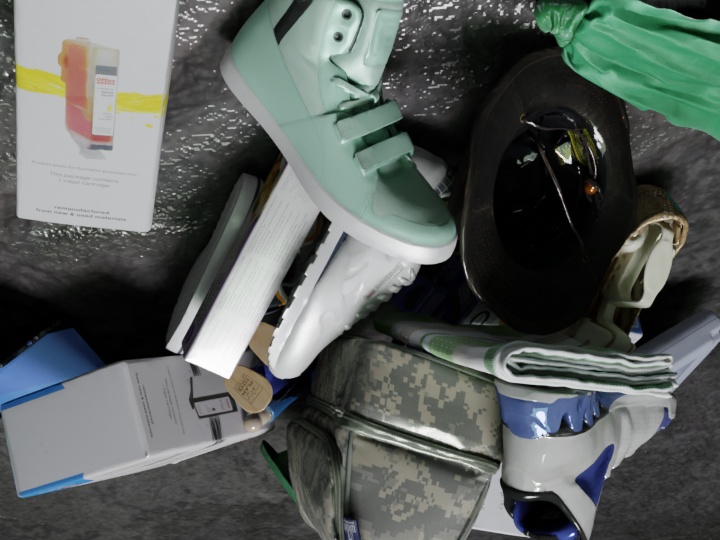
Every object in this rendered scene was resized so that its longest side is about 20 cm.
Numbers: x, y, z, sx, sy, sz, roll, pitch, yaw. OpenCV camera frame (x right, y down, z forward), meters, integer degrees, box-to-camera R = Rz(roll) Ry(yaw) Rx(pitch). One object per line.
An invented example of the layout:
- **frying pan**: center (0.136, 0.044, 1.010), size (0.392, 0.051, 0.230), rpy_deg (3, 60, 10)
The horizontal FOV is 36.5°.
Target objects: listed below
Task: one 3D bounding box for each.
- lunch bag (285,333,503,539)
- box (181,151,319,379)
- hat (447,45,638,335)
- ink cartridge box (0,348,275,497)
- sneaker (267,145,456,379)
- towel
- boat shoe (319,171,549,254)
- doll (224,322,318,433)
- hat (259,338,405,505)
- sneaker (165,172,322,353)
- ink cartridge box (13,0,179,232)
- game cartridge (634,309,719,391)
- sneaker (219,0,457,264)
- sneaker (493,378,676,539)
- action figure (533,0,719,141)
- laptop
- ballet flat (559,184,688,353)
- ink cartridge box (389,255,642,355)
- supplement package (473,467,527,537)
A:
- **lunch bag**: center (0.019, 0.144, 0.842), size (0.138, 0.170, 0.200), rpy_deg (17, 175, -13)
- **box**: center (-0.069, -0.019, 0.795), size (0.041, 0.039, 0.201), rpy_deg (24, 101, -19)
- **hat**: center (0.111, -0.058, 0.772), size (0.080, 0.203, 0.200), rpy_deg (7, 161, 47)
- **ink cartridge box**: center (-0.191, 0.131, 0.970), size (0.145, 0.085, 0.200), rpy_deg (-20, 171, 24)
- **sneaker**: center (0.000, 0.000, 0.803), size (0.080, 0.076, 0.201), rpy_deg (30, 97, -10)
- **towel**: center (0.111, 0.053, 0.790), size (0.148, 0.031, 0.200), rpy_deg (9, -177, -24)
- **boat shoe**: center (0.063, -0.036, 0.857), size (0.198, 0.064, 0.074), rpy_deg (-5, 144, 0)
- **doll**: center (-0.063, 0.085, 0.961), size (0.048, 0.137, 0.200), rpy_deg (30, -176, 12)
- **hat**: center (0.019, 0.170, 1.032), size (0.176, 0.166, 0.200), rpy_deg (-41, 177, -6)
- **sneaker**: center (-0.097, 0.011, 0.886), size (0.079, 0.079, 0.200), rpy_deg (21, 137, -16)
- **ink cartridge box**: center (-0.146, -0.142, 0.617), size (0.082, 0.146, 0.201), rpy_deg (6, 143, -13)
- **game cartridge**: center (0.258, 0.113, 1.041), size (0.133, 0.041, 0.200), rpy_deg (-32, 160, -17)
- **sneaker**: center (0.006, -0.103, 0.674), size (0.118, 0.201, 0.074), rpy_deg (-48, 171, 38)
- **sneaker**: center (0.151, 0.134, 0.793), size (0.080, 0.117, 0.198), rpy_deg (12, -175, 38)
- **action figure**: center (0.207, -0.146, 0.732), size (0.198, 0.055, 0.118), rpy_deg (15, 142, -14)
- **laptop**: center (-0.333, 0.111, 0.974), size (0.175, 0.200, 0.104), rpy_deg (-15, 102, 12)
- **ballet flat**: center (0.201, 0.028, 0.876), size (0.070, 0.065, 0.202), rpy_deg (17, 102, -26)
- **ink cartridge box**: center (0.127, 0.046, 0.967), size (0.198, 0.077, 0.137), rpy_deg (10, 141, -22)
- **supplement package**: center (0.100, 0.179, 1.043), size (0.116, 0.118, 0.200), rpy_deg (13, 171, -24)
